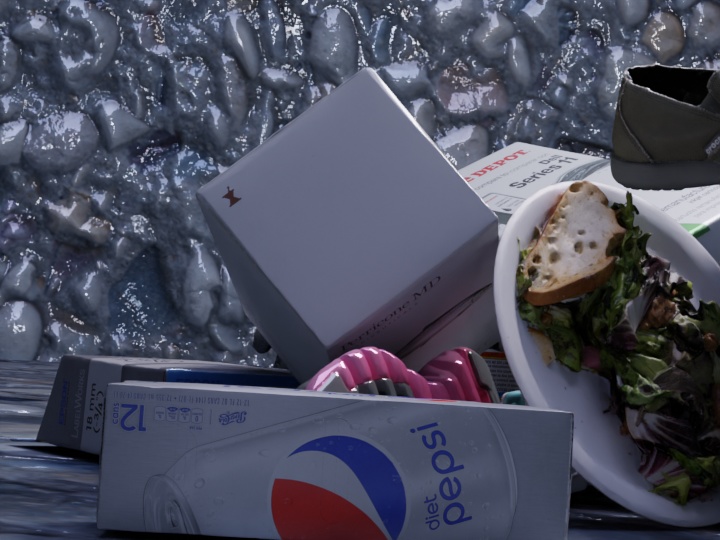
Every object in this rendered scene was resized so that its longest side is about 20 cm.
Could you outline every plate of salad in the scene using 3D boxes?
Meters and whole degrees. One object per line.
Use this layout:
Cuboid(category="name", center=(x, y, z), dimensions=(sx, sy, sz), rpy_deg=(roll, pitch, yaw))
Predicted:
Cuboid(category="plate of salad", center=(0.155, 0.037, 1.015), dimensions=(0.200, 0.200, 0.048), rpy_deg=(5, -29, -38))

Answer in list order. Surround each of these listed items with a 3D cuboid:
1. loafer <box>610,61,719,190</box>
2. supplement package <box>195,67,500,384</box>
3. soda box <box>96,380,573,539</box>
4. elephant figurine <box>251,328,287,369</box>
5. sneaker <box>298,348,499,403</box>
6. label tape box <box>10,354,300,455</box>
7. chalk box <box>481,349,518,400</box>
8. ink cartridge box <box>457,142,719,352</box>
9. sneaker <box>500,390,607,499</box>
Cuboid(category="loafer", center=(0.208, -0.081, 0.982), dimensions=(0.200, 0.070, 0.075), rpy_deg=(-2, 20, 40))
Cuboid(category="supplement package", center=(0.000, 0.000, 1.073), dimensions=(0.117, 0.117, 0.200), rpy_deg=(-36, -19, -8))
Cuboid(category="soda box", center=(-0.011, 0.085, 0.833), dimensions=(0.200, 0.064, 0.068), rpy_deg=(4, -3, -1))
Cuboid(category="elephant figurine", center=(-0.018, 0.029, 1.383), dimensions=(0.141, 0.200, 0.155), rpy_deg=(4, -2, -35))
Cuboid(category="sneaker", center=(0.003, 0.088, 0.979), dimensions=(0.095, 0.079, 0.200), rpy_deg=(-21, -12, 23))
Cuboid(category="label tape box", center=(-0.116, 0.088, 1.227), dimensions=(0.144, 0.063, 0.200), rpy_deg=(5, -2, -36))
Cuboid(category="chalk box", center=(0.128, 0.068, 1.398), dimensions=(0.124, 0.124, 0.200), rpy_deg=(1, -20, 30))
Cuboid(category="ink cartridge box", center=(0.132, -0.009, 1.197), dimensions=(0.200, 0.083, 0.147), rpy_deg=(14, 30, 41))
Cuboid(category="sneaker", center=(0.156, 0.099, 1.108), dimensions=(0.200, 0.078, 0.091), rpy_deg=(5, -5, 0))
